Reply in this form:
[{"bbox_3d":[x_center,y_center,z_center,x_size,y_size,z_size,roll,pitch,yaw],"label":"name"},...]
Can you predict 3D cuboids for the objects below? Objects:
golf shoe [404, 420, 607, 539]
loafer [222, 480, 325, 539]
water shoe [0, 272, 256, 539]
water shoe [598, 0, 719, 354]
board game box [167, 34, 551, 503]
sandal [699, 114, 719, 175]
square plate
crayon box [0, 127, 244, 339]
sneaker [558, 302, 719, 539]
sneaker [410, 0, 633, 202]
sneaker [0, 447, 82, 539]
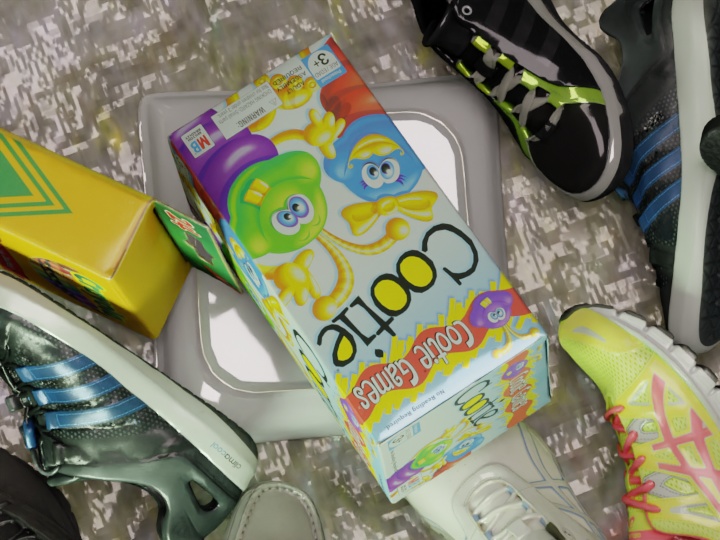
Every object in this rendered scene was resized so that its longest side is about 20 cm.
[{"bbox_3d":[0.087,0.133,1.540,0.078,0.097,0.200,-45,85,-2],"label":"golf shoe"},{"bbox_3d":[-0.042,0.199,1.525,0.070,0.070,0.201,3,63,-11],"label":"loafer"},{"bbox_3d":[-0.149,0.070,1.526,0.200,0.071,0.079,34,83,-4],"label":"water shoe"},{"bbox_3d":[0.168,-0.054,1.611,0.079,0.071,0.201,-1,85,32],"label":"water shoe"},{"bbox_3d":[0.000,0.000,1.517,0.103,0.105,0.200,-33,70,-8],"label":"board game box"},{"bbox_3d":[0.259,-0.060,1.574,0.199,0.075,0.045,14,79,-33],"label":"sandal"},{"bbox_3d":[-0.017,-0.008,1.604,0.199,0.028,0.199,-4,79,-3],"label":"square plate"},{"bbox_3d":[-0.165,-0.026,1.536,0.199,0.127,0.051,24,78,13],"label":"crayon box"},{"bbox_3d":[0.165,0.104,1.565,0.090,0.078,0.200,-40,83,-7],"label":"sneaker"},{"bbox_3d":[0.068,-0.116,1.595,0.083,0.072,0.200,-14,64,-40],"label":"sneaker"},{"bbox_3d":[-0.166,0.159,1.533,0.076,0.091,0.200,-43,82,-8],"label":"sneaker"}]
